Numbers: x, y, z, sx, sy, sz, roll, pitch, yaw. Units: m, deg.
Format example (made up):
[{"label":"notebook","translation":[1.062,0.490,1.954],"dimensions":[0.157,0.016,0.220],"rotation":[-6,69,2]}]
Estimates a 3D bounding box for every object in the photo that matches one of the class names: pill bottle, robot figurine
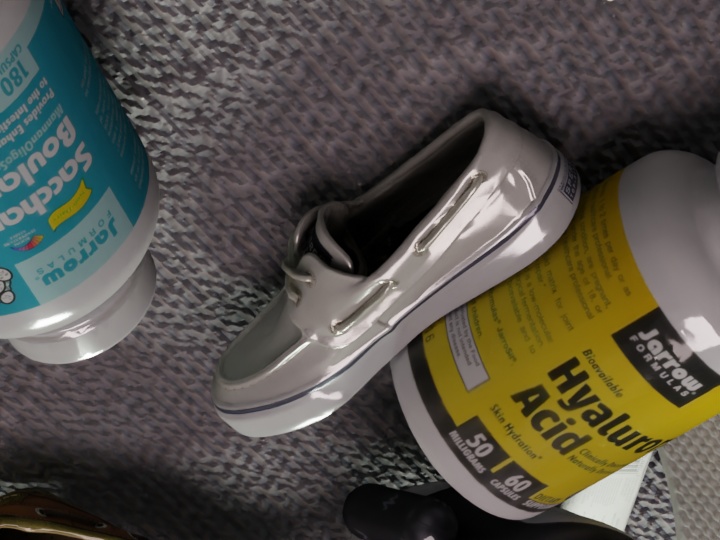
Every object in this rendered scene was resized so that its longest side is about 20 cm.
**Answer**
[{"label":"pill bottle","translation":[-0.146,-0.048,0.957],"dimensions":[0.111,0.111,0.200],"rotation":[-14,139,12]},{"label":"pill bottle","translation":[0.119,0.017,1.059],"dimensions":[0.200,0.111,0.111],"rotation":[-34,132,28]},{"label":"robot figurine","translation":[0.066,0.168,1.154],"dimensions":[0.125,0.200,0.150],"rotation":[-8,100,-29]}]

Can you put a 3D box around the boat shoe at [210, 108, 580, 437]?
[{"label":"boat shoe","translation":[0.000,0.000,1.061],"dimensions":[0.200,0.072,0.066],"rotation":[-33,127,29]}]

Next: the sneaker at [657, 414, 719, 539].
[{"label":"sneaker","translation":[0.197,0.069,1.173],"dimensions":[0.073,0.114,0.200],"rotation":[21,128,39]}]

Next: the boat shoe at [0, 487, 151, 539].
[{"label":"boat shoe","translation":[-0.098,0.170,1.195],"dimensions":[0.200,0.072,0.068],"rotation":[23,177,-3]}]

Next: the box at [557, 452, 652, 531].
[{"label":"box","translation":[0.108,0.127,1.244],"dimensions":[0.041,0.039,0.200],"rotation":[2,139,-7]}]
